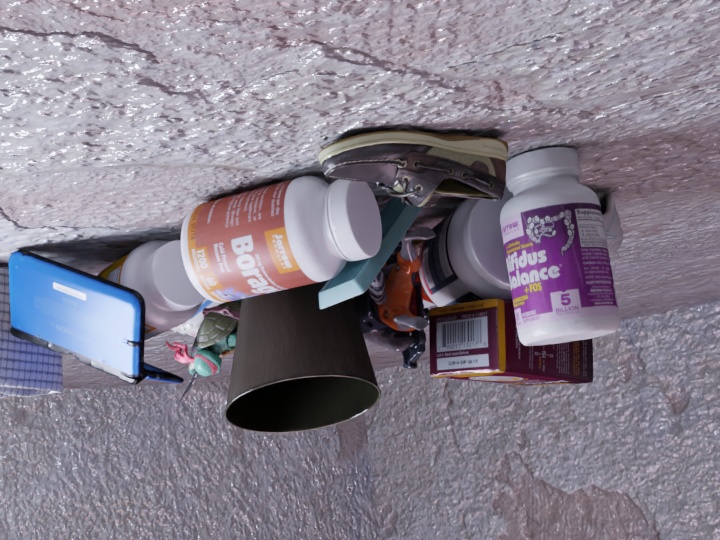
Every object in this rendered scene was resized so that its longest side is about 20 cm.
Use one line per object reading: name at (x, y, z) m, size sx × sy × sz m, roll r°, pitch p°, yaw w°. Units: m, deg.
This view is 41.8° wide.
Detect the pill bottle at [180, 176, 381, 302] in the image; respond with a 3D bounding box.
pill bottle at (-0.083, -0.037, 1.005) m, size 0.198 × 0.114 × 0.112 m, roll -12°, pitch 169°, yaw 25°

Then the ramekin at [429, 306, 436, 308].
ramekin at (0.060, 0.047, 1.614) m, size 0.200 × 0.095 × 0.202 m, roll -7°, pitch 169°, yaw -1°

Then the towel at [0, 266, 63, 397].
towel at (-0.480, 0.085, 1.244) m, size 0.085 × 0.168 × 0.200 m, roll -4°, pitch 171°, yaw 18°

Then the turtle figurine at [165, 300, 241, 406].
turtle figurine at (-0.156, 0.081, 1.180) m, size 0.148 × 0.201 × 0.101 m, roll 5°, pitch 138°, yaw 30°

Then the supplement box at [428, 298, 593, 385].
supplement box at (0.189, 0.093, 1.165) m, size 0.199 × 0.087 × 0.110 m, roll 11°, pitch 165°, yaw -43°

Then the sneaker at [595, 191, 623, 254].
sneaker at (0.274, -0.028, 1.213) m, size 0.070 × 0.081 × 0.200 m, roll 16°, pitch -132°, yaw 34°

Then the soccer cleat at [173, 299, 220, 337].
soccer cleat at (-0.291, 0.066, 1.490) m, size 0.198 × 0.087 × 0.070 m, roll -5°, pitch 170°, yaw -13°

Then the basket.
basket at (-0.074, 0.065, 1.091) m, size 0.178 × 0.202 × 0.136 m, roll -15°, pitch 147°, yaw 12°

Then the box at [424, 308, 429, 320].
box at (-0.009, 0.032, 1.381) m, size 0.198 × 0.143 × 0.036 m, roll -1°, pitch 130°, yaw -35°

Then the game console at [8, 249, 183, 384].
game console at (-0.327, 0.061, 1.185) m, size 0.198 × 0.172 × 0.118 m, roll 17°, pitch -154°, yaw 19°

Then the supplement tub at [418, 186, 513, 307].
supplement tub at (0.161, -0.022, 1.179) m, size 0.139 × 0.142 × 0.200 m, roll -5°, pitch 170°, yaw -14°

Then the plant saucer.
plant saucer at (0.017, -0.031, 1.045) m, size 0.070 × 0.019 × 0.200 m, roll -23°, pitch -157°, yaw 40°

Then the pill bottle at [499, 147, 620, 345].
pill bottle at (0.211, -0.026, 1.024) m, size 0.111 × 0.202 × 0.112 m, roll -8°, pitch 170°, yaw -1°

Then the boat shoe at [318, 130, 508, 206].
boat shoe at (0.057, -0.096, 0.912) m, size 0.198 × 0.066 × 0.073 m, roll -3°, pitch 171°, yaw -18°

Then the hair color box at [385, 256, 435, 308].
hair color box at (0.000, 0.000, 1.259) m, size 0.199 × 0.062 × 0.101 m, roll 20°, pitch 156°, yaw -32°

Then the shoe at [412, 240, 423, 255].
shoe at (0.052, -0.024, 1.364) m, size 0.198 × 0.054 × 0.071 m, roll -8°, pitch 129°, yaw -15°

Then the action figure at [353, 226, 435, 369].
action figure at (0.029, 0.011, 1.122) m, size 0.103 × 0.202 × 0.194 m, roll -2°, pitch 162°, yaw -18°

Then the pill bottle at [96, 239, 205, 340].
pill bottle at (-0.266, 0.025, 1.207) m, size 0.110 × 0.112 × 0.199 m, roll 0°, pitch 167°, yaw -35°
